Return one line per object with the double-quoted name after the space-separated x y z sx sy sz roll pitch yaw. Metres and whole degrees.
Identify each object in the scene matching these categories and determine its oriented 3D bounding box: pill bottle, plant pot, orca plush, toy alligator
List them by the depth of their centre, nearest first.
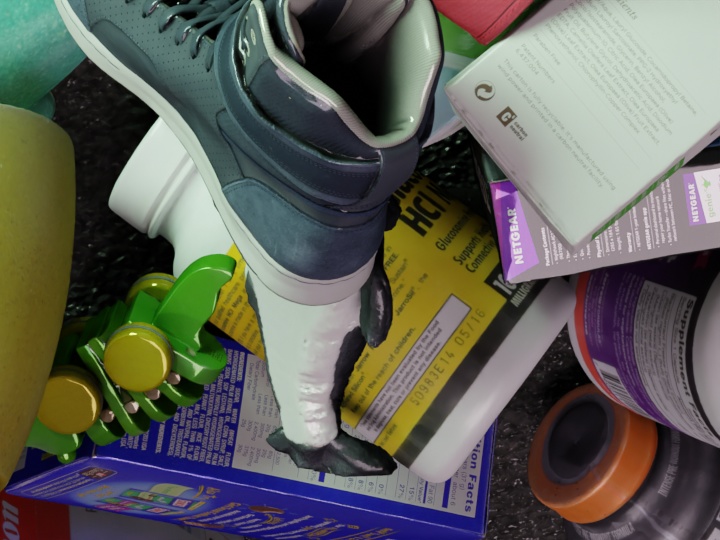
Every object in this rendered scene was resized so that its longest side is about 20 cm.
-0.207 0.029 1.248 0.200 0.142 0.200 -11 165 -3 "plant pot"
0.000 0.000 1.257 0.071 0.105 0.200 -32 126 -30 "orca plush"
0.180 0.027 1.310 0.111 0.200 0.112 -4 100 -21 "pill bottle"
-0.125 0.059 1.327 0.200 0.059 0.054 -31 108 20 "toy alligator"
-0.011 -0.004 1.353 0.200 0.112 0.112 36 127 2 "pill bottle"
0.179 0.131 1.570 0.200 0.106 0.106 32 124 -33 "pill bottle"

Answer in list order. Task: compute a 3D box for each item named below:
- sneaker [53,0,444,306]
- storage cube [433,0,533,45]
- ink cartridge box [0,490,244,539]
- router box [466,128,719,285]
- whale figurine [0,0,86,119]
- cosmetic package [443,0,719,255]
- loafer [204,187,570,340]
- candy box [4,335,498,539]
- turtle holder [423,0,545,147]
-0.045 -0.101 1.105 0.077 0.202 0.146 -31 164 -24 "sneaker"
0.036 -0.230 1.112 0.180 0.200 0.171 34 124 -21 "storage cube"
-0.128 0.160 1.514 0.057 0.163 0.200 -29 132 19 "ink cartridge box"
0.126 -0.050 1.313 0.149 0.200 0.051 -10 104 1 "router box"
-0.162 -0.105 1.281 0.200 0.104 0.159 -14 135 2 "whale figurine"
0.133 -0.102 1.158 0.200 0.108 0.085 -39 86 3 "cosmetic package"
0.013 0.008 1.455 0.200 0.073 0.071 -1 150 2 "loafer"
-0.055 0.086 1.458 0.200 0.077 0.169 14 166 -19 "candy box"
-0.012 -0.116 1.246 0.185 0.141 0.132 -10 133 -45 "turtle holder"
